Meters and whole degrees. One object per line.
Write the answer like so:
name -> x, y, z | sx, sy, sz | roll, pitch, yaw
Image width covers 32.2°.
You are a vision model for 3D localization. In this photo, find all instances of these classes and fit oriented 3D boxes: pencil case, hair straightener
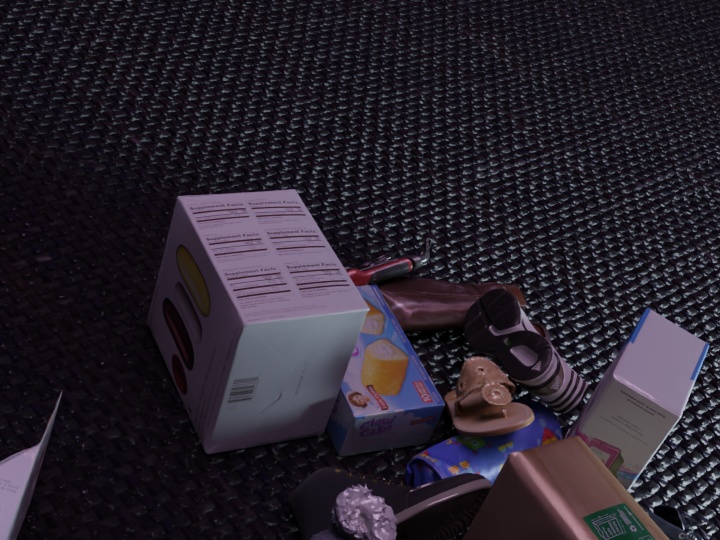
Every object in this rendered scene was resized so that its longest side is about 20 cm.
pencil case -> 0.132, 0.203, 1.350 | 0.087, 0.078, 0.199 | 29, 36, 36
hair straightener -> 0.000, 0.000, 1.538 | 0.199, 0.041, 0.077 | -24, 15, -21

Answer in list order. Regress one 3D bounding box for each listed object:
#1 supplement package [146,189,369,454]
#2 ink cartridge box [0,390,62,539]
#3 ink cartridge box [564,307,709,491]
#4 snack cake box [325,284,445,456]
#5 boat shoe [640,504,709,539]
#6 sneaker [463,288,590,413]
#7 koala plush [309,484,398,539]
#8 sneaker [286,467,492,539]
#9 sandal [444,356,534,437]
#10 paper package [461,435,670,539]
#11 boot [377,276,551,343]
supplement package -> -0.117, 0.050, 1.333 | 0.146, 0.192, 0.200 | -5, 43, -30
ink cartridge box -> -0.316, 0.218, 1.066 | 0.057, 0.163, 0.201 | 16, 38, -12
ink cartridge box -> 0.288, 0.165, 1.370 | 0.084, 0.201, 0.145 | 31, 39, 9
snack cake box -> -0.002, 0.109, 1.415 | 0.114, 0.067, 0.200 | -3, 43, -28
boat shoe -> 0.331, 0.283, 1.322 | 0.199, 0.075, 0.063 | 20, 76, -17
sneaker -> 0.192, 0.104, 1.430 | 0.115, 0.076, 0.201 | 47, 5, -28
koala plush -> 0.018, 0.308, 1.113 | 0.200, 0.178, 0.183 | 41, 31, 25
sneaker -> 0.026, 0.225, 1.238 | 0.199, 0.075, 0.106 | -21, 47, -9
sandal -> 0.124, 0.128, 1.354 | 0.077, 0.070, 0.212 | -18, 4, -8
paper package -> 0.198, 0.290, 1.183 | 0.103, 0.191, 0.200 | -12, 49, -34
boot -> 0.120, 0.071, 1.518 | 0.199, 0.065, 0.187 | 6, 30, -20
